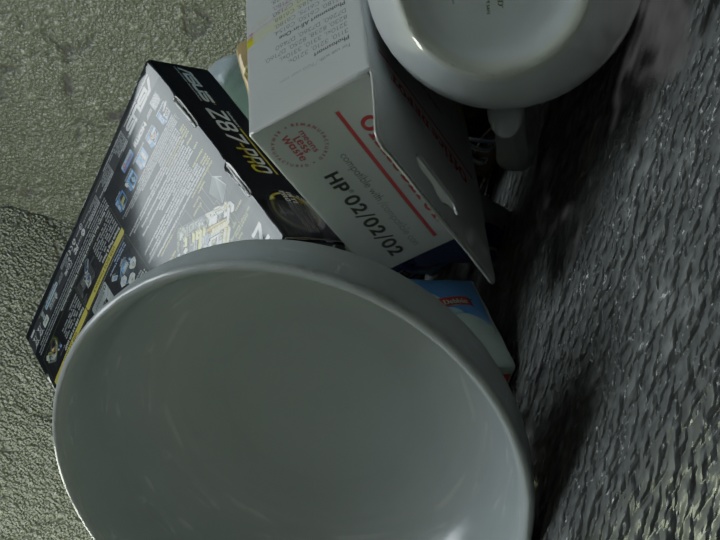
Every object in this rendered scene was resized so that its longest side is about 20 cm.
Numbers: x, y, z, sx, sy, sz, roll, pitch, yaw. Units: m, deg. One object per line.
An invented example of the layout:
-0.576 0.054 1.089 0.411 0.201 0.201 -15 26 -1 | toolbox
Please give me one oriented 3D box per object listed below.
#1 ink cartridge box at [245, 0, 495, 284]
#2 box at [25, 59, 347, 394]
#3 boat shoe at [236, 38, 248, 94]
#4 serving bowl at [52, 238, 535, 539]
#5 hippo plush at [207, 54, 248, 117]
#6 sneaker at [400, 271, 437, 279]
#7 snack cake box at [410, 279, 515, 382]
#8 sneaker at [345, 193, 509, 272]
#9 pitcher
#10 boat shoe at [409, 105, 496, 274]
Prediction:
0.001 -0.083 0.623 0.067 0.115 0.201 -25 44 19 | ink cartridge box
-0.105 0.013 0.698 0.161 0.049 0.201 51 122 38 | box
-0.046 -0.074 0.916 0.074 0.069 0.202 -32 -66 -73 | boat shoe
-0.024 0.068 0.532 0.066 0.199 0.201 -67 -4 -57 | serving bowl
-0.057 -0.169 1.133 0.199 0.160 0.161 -24 -55 -50 | hippo plush
0.000 0.000 0.853 0.199 0.075 0.079 -28 -55 -39 | sneaker
-0.012 0.100 0.659 0.067 0.114 0.201 -113 34 -47 | snack cake box
-0.017 -0.009 0.736 0.080 0.198 0.116 18 -95 -61 | sneaker
0.070 -0.118 0.592 0.200 0.120 0.173 -59 -34 -71 | pitcher
0.058 -0.097 0.782 0.072 0.072 0.202 179 105 -83 | boat shoe
